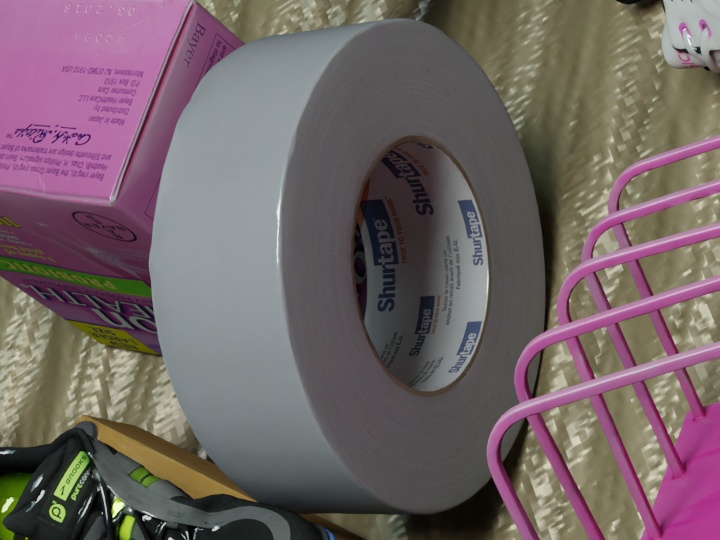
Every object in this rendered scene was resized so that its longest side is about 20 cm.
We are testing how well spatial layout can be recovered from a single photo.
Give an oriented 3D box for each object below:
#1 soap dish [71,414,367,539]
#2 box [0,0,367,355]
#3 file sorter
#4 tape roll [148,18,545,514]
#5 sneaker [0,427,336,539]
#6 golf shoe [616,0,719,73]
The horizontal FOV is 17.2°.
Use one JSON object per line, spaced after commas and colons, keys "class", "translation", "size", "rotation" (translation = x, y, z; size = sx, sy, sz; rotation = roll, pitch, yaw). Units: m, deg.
{"class": "soap dish", "translation": [-0.083, 0.157, 1.025], "size": [0.199, 0.081, 0.158], "rotation": [22, 72, 39]}
{"class": "box", "translation": [-0.098, -0.037, 1.073], "size": [0.175, 0.200, 0.097], "rotation": [8, 71, 38]}
{"class": "file sorter", "translation": [0.141, 0.040, 0.845], "size": [0.138, 0.126, 0.200], "rotation": [-18, 19, 27]}
{"class": "tape roll", "translation": [0.000, 0.000, 0.981], "size": [0.066, 0.200, 0.201], "rotation": [-5, 63, 34]}
{"class": "sneaker", "translation": [-0.097, 0.110, 0.954], "size": [0.199, 0.083, 0.071], "rotation": [9, 65, 35]}
{"class": "golf shoe", "translation": [0.176, -0.110, 1.006], "size": [0.092, 0.072, 0.200], "rotation": [-51, 37, 9]}
